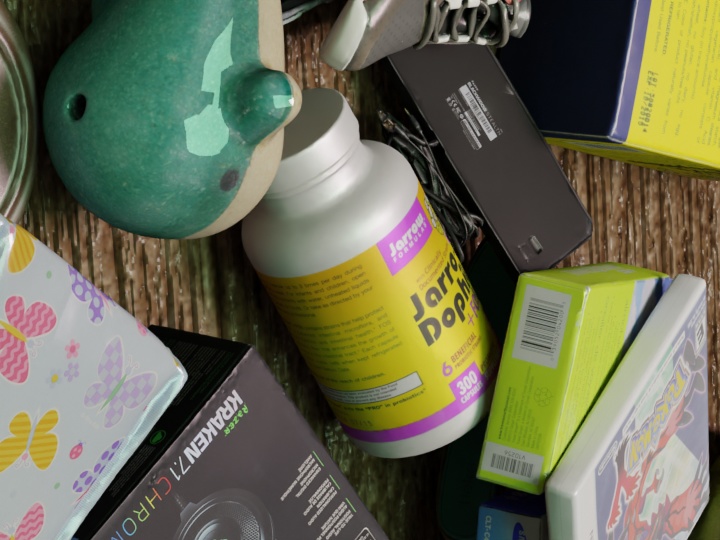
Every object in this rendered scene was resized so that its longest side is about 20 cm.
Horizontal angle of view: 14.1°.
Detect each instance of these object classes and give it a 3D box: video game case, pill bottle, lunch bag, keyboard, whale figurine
[{"bbox_3d":[0.161,0.131,1.714,0.200,0.023,0.183,-54,148,-42],"label":"video game case"},{"bbox_3d":[0.000,0.000,1.621,0.104,0.104,0.200,-45,123,-28],"label":"pill bottle"},{"bbox_3d":[-0.214,0.070,1.415,0.200,0.127,0.170,-56,137,-7],"label":"lunch bag"},{"bbox_3d":[0.049,-0.080,1.682,0.104,0.040,0.200,-35,96,-40],"label":"keyboard"},{"bbox_3d":[-0.096,-0.114,1.484,0.104,0.159,0.201,1,115,-45],"label":"whale figurine"}]

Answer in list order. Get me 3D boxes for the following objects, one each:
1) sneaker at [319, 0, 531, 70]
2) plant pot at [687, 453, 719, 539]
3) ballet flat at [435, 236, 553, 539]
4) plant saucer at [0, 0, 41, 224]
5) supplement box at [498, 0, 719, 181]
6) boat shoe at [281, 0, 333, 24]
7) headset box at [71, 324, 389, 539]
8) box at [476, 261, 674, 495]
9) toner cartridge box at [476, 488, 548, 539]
[{"bbox_3d":[0.057,-0.159,1.629,0.082,0.077,0.200,44,51,5],"label":"sneaker"},{"bbox_3d":[0.267,0.230,1.850,0.200,0.200,0.193,42,80,-37],"label":"plant pot"},{"bbox_3d":[0.085,0.068,1.743,0.063,0.068,0.201,0,104,-56],"label":"ballet flat"},{"bbox_3d":[-0.234,-0.068,1.452,0.200,0.032,0.201,-8,102,-40],"label":"plant saucer"},{"bbox_3d":[0.189,-0.119,1.772,0.199,0.109,0.109,11,89,-41],"label":"supplement box"},{"bbox_3d":[-0.018,-0.185,1.603,0.200,0.068,0.072,-34,117,-34],"label":"boat shoe"},{"bbox_3d":[-0.088,0.163,1.573,0.174,0.093,0.200,-49,125,-25],"label":"headset box"},{"bbox_3d":[0.131,0.059,1.698,0.200,0.047,0.122,-5,108,-69],"label":"box"},{"bbox_3d":[0.128,0.169,1.752,0.200,0.043,0.095,-17,113,-61],"label":"toner cartridge box"}]
